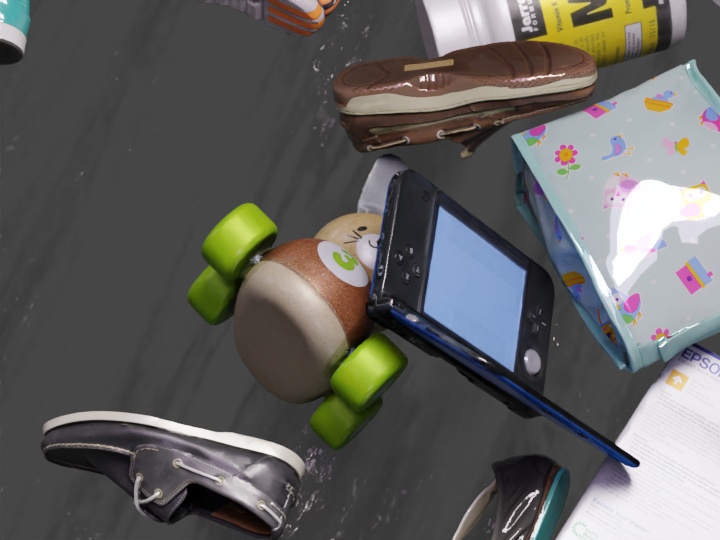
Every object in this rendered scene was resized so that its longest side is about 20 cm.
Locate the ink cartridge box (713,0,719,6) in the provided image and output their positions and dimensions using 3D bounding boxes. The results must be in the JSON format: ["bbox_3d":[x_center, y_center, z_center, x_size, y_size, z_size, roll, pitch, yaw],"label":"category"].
[{"bbox_3d":[0.346,-0.322,1.510,0.200,0.084,0.145,-40,68,-13],"label":"ink cartridge box"}]

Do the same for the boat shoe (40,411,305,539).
[{"bbox_3d":[-0.144,0.150,1.337,0.199,0.072,0.068,11,62,8],"label":"boat shoe"}]

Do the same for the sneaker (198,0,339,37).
[{"bbox_3d":[-0.098,-0.281,1.542,0.199,0.078,0.112,27,65,5],"label":"sneaker"}]

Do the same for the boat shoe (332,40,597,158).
[{"bbox_3d":[0.083,-0.126,1.395,0.201,0.075,0.075,-2,31,15],"label":"boat shoe"}]

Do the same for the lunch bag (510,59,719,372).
[{"bbox_3d":[0.227,-0.033,1.366,0.170,0.122,0.201,-24,60,-7],"label":"lunch bag"}]

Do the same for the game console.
[{"bbox_3d":[0.110,0.034,1.286,0.118,0.200,0.172,-11,58,38],"label":"game console"}]

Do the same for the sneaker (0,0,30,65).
[{"bbox_3d":[-0.367,-0.253,1.536,0.199,0.084,0.121,12,71,2],"label":"sneaker"}]

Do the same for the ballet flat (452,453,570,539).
[{"bbox_3d":[0.093,0.220,1.293,0.068,0.068,0.201,9,55,20],"label":"ballet flat"}]

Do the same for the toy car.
[{"bbox_3d":[0.000,0.000,1.363,0.164,0.158,0.200,44,63,9],"label":"toy car"}]

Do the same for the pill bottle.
[{"bbox_3d":[0.150,-0.209,1.458,0.199,0.114,0.115,-16,65,-2],"label":"pill bottle"}]

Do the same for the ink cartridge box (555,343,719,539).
[{"bbox_3d":[0.267,0.177,1.305,0.196,0.043,0.200,30,65,16],"label":"ink cartridge box"}]
